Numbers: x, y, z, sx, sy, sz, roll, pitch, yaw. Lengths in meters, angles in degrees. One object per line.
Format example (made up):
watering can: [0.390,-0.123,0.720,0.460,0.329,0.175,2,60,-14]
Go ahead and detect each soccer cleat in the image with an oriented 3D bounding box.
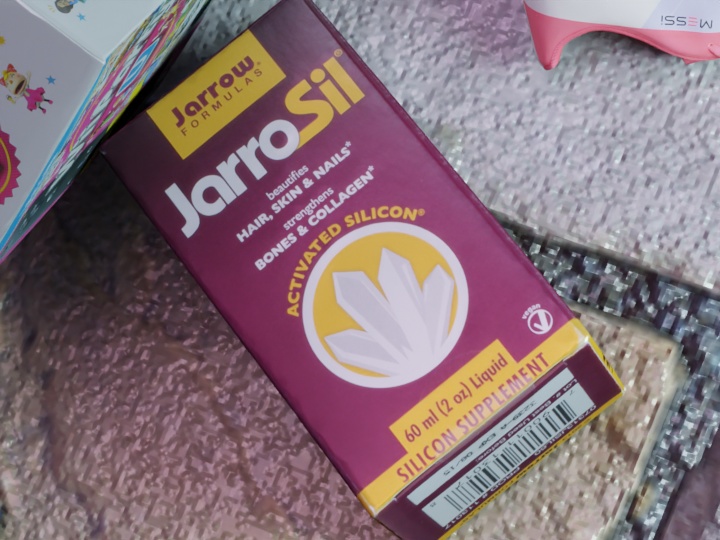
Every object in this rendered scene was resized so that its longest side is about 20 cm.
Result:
soccer cleat: [0.165,-0.117,1.074,0.199,0.067,0.077,3,105,10]

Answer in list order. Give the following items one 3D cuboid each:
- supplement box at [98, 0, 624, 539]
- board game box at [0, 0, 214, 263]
supplement box: [0.000,0.000,1.060,0.110,0.086,0.200,-39,67,1]
board game box: [-0.113,-0.092,1.036,0.064,0.200,0.148,36,127,0]
